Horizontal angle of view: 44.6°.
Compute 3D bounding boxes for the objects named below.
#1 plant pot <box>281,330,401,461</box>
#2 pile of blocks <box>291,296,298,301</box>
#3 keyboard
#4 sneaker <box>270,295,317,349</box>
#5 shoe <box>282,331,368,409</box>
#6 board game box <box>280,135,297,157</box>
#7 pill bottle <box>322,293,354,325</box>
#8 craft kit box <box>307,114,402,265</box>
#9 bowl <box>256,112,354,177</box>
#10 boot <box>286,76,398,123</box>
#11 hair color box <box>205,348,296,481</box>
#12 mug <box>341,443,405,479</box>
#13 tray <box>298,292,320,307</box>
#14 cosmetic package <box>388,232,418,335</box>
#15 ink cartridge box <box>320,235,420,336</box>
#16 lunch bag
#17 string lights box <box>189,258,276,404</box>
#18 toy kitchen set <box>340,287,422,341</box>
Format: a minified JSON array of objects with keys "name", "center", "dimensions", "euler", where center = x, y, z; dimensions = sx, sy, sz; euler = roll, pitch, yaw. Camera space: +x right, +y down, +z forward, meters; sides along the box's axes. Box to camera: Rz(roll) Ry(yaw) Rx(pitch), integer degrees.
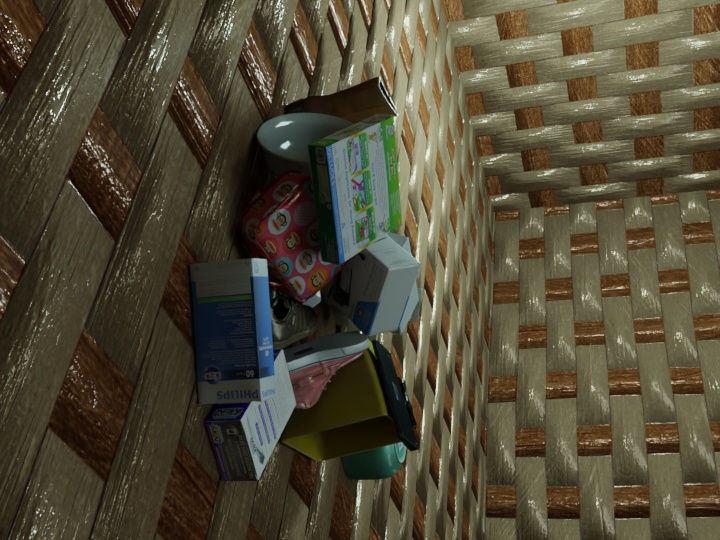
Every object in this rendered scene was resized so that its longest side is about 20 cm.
[{"name":"plant pot","center":[-0.032,0.226,1.614],"dimensions":[0.200,0.197,0.179],"euler":[50,27,-62]},{"name":"pile of blocks","center":[-0.131,-0.049,1.577],"dimensions":[0.062,0.081,0.203],"euler":[-162,-108,-70]},{"name":"keyboard","center":[0.064,0.226,1.555],"dimensions":[0.127,0.020,0.202],"euler":[47,23,-52]},{"name":"sneaker","center":[-0.121,0.077,1.518],"dimensions":[0.200,0.069,0.077],"euler":[-37,132,-69]},{"name":"shoe","center":[-0.074,0.174,1.516],"dimensions":[0.071,0.198,0.092],"euler":[29,-50,59]},{"name":"board game box","center":[-0.089,-0.165,1.667],"dimensions":[0.102,0.019,0.203],"euler":[-26,102,-46]},{"name":"pill bottle","center":[-0.032,0.004,1.781],"dimensions":[0.112,0.111,0.203],"euler":[-55,137,-64]},{"name":"craft kit box","center":[-0.004,-0.140,1.471],"dimensions":[0.197,0.048,0.203],"euler":[-30,123,-46]},{"name":"bowl","center":[-0.086,-0.198,1.561],"dimensions":[0.202,0.198,0.091],"euler":[-68,166,-56]},{"name":"boot","center":[-0.023,-0.295,1.732],"dimensions":[0.189,0.197,0.069],"euler":[61,19,-50]},{"name":"hair color box","center":[-0.165,0.220,1.363],"dimensions":[0.200,0.064,0.111],"euler":[-65,147,-62]},{"name":"mug","center":[0.029,0.363,1.878],"dimensions":[0.186,0.113,0.154],"euler":[61,29,-54]},{"name":"tray","center":[-0.113,-0.027,1.672],"dimensions":[0.107,0.022,0.203],"euler":[-36,120,-70]},{"name":"cosmetic package","center":[0.058,0.026,1.750],"dimensions":[0.102,0.073,0.201],"euler":[-59,154,-33]},{"name":"ink cartridge box","center":[0.000,0.000,1.594],"dimensions":[0.083,0.200,0.146],"euler":[-9,128,-40]},{"name":"lunch bag","center":[-0.113,-0.047,1.475],"dimensions":[0.176,0.082,0.201],"euler":[-46,132,-18]},{"name":"string lights box","center":[-0.184,0.088,1.267],"dimensions":[0.059,0.101,0.203],"euler":[1,85,-73]},{"name":"toy kitchen set","center":[0.055,0.062,1.950],"dimensions":[0.180,0.161,0.203],"euler":[56,42,-82]}]
